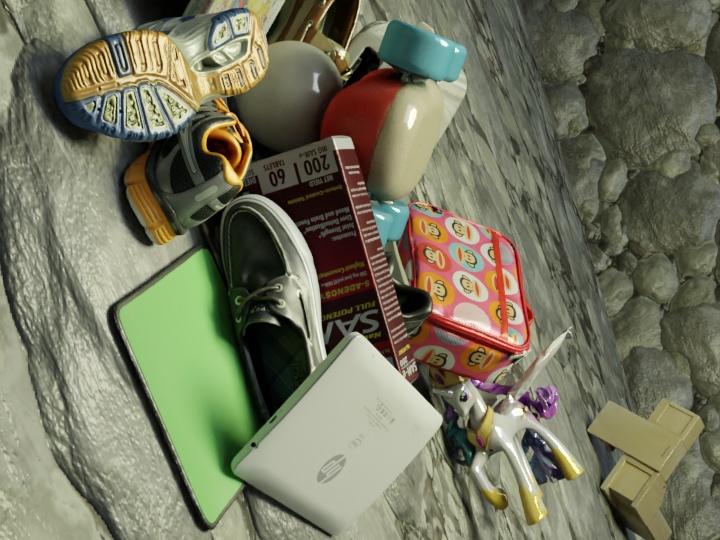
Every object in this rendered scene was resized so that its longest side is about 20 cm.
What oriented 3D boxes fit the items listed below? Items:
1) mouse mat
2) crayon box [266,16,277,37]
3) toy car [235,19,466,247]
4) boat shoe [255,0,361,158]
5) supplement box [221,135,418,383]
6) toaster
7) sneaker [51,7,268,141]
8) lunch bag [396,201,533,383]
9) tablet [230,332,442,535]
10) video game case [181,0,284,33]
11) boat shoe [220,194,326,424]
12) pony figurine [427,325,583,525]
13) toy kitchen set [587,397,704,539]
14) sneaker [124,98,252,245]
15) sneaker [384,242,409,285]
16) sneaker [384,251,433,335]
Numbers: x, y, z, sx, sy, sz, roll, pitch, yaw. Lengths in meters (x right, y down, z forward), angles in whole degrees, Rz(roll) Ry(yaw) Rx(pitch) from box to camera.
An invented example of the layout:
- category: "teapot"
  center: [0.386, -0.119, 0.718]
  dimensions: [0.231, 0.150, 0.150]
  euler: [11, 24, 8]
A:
- category: "mouse mat"
  center: [-0.108, 0.074, 0.953]
  dimensions: [0.200, 0.007, 0.162]
  euler: [-51, 120, -73]
- category: "crayon box"
  center: [-0.076, -0.309, 1.418]
  dimensions: [0.119, 0.058, 0.202]
  euler: [47, 28, -53]
- category: "toy car"
  center: [-0.033, -0.142, 1.175]
  dimensions: [0.177, 0.198, 0.186]
  euler: [-32, 143, -77]
- category: "boat shoe"
  center: [-0.047, -0.197, 1.265]
  dimensions: [0.076, 0.073, 0.202]
  euler: [42, 54, -53]
- category: "supplement box"
  center: [-0.035, 0.006, 1.069]
  dimensions: [0.061, 0.108, 0.202]
  euler: [-24, 97, -75]
- category: "toaster"
  center: [0.014, -0.156, 1.352]
  dimensions: [0.113, 0.201, 0.129]
  euler: [39, 7, 14]
- category: "sneaker"
  center: [-0.152, -0.136, 0.954]
  dimensions: [0.199, 0.087, 0.076]
  euler: [-26, 113, -52]
- category: "lunch bag"
  center: [0.112, 0.028, 1.468]
  dimensions: [0.175, 0.082, 0.201]
  euler: [22, 37, -18]
- category: "tablet"
  center: [-0.011, 0.128, 1.007]
  dimensions: [0.014, 0.130, 0.200]
  euler: [41, -4, 32]
- category: "video game case"
  center: [-0.087, -0.248, 1.132]
  dimensions: [0.023, 0.183, 0.200]
  euler: [33, 16, 5]
- category: "boat shoe"
  center: [-0.067, 0.041, 1.012]
  dimensions: [0.066, 0.069, 0.203]
  euler: [-9, 87, -76]
- category: "pony figurine"
  center: [0.166, 0.162, 1.516]
  dimensions: [0.193, 0.166, 0.201]
  euler: [-33, 92, -50]
- category: "toy kitchen set"
  center: [0.509, 0.346, 2.434]
  dimensions: [0.162, 0.201, 0.181]
  euler: [28, -17, 41]
- category: "sneaker"
  center: [-0.115, -0.091, 1.002]
  dimensions: [0.079, 0.077, 0.201]
  euler: [58, 18, -31]
- category: "sneaker"
  center: [0.000, 0.000, 1.278]
  dimensions: [0.107, 0.074, 0.201]
  euler: [-87, 153, -53]
- category: "sneaker"
  center: [-0.014, 0.000, 1.177]
  dimensions: [0.199, 0.082, 0.071]
  euler: [31, 39, -35]
